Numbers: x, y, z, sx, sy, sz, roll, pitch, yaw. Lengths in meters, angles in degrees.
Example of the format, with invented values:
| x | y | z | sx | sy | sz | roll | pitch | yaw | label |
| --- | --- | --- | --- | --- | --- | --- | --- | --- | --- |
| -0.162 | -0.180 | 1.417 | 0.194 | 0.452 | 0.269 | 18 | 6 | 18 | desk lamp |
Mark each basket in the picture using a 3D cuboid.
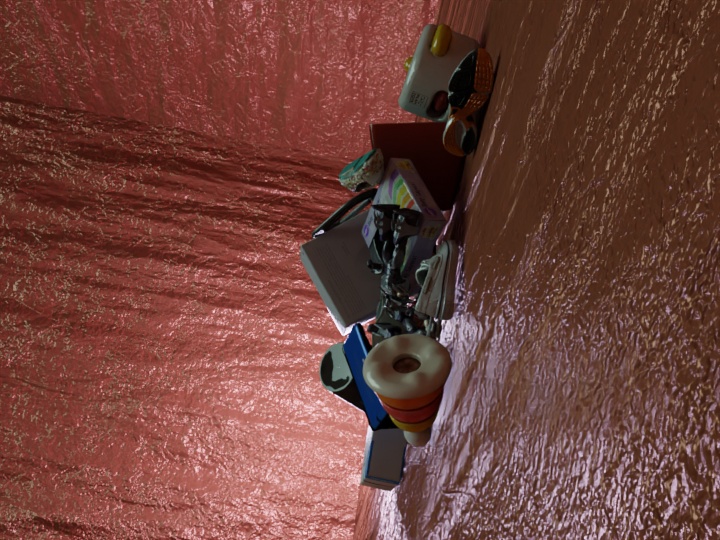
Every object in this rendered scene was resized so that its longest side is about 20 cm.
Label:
| x | y | z | sx | sy | sz | roll | pitch | yaw | label |
| --- | --- | --- | --- | --- | --- | --- | --- | --- | --- |
| 0.009 | 0.243 | 1.768 | 0.199 | 0.135 | 0.182 | 28 | -105 | -47 | basket |

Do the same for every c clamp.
| x | y | z | sx | sy | sz | roll | pitch | yaw | label |
| --- | --- | --- | --- | --- | --- | --- | --- | --- | --- |
| -0.025 | -0.123 | 1.630 | 0.170 | 0.027 | 0.200 | -23 | -11 | -45 | c clamp |

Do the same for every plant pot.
| x | y | z | sx | sy | sz | roll | pitch | yaw | label |
| --- | --- | --- | --- | --- | --- | --- | --- | --- | --- |
| 0.118 | -0.215 | 1.601 | 0.200 | 0.197 | 0.179 | -84 | -7 | -82 | plant pot |

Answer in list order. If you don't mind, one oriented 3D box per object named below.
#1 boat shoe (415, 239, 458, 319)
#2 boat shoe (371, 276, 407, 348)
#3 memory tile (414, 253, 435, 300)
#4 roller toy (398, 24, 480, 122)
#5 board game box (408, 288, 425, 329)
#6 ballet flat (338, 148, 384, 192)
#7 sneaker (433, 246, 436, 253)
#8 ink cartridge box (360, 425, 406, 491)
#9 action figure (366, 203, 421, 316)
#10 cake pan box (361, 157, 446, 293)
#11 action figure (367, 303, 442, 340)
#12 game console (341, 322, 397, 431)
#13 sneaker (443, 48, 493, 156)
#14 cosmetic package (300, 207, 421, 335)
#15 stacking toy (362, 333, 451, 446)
| x | y | z | sx | sy | sz | roll | pitch | yaw | label |
| --- | --- | --- | --- | --- | --- | --- | --- | --- | --- |
| 0.128 | 0.005 | 1.303 | 0.201 | 0.066 | 0.074 | -78 | -2 | -59 | boat shoe |
| 0.066 | 0.090 | 1.547 | 0.063 | 0.072 | 0.203 | 20 | -104 | -82 | boat shoe |
| 0.110 | -0.019 | 1.722 | 0.200 | 0.017 | 0.155 | 49 | 142 | 40 | memory tile |
| 0.157 | -0.410 | 1.594 | 0.200 | 0.138 | 0.184 | -81 | 10 | -78 | roller toy |
| 0.095 | 0.109 | 1.593 | 0.201 | 0.039 | 0.158 | -59 | 15 | 19 | board game box |
| 0.014 | -0.194 | 1.504 | 0.076 | 0.064 | 0.200 | -50 | 11 | -11 | ballet flat |
| 0.124 | -0.005 | 1.783 | 0.201 | 0.086 | 0.076 | 100 | 180 | -59 | sneaker |
| 0.054 | 0.419 | 1.760 | 0.200 | 0.083 | 0.148 | 103 | 177 | -67 | ink cartridge box |
| 0.056 | -0.015 | 1.372 | 0.130 | 0.069 | 0.203 | 24 | 115 | 56 | action figure |
| 0.076 | -0.081 | 1.457 | 0.185 | 0.052 | 0.201 | -112 | 33 | -40 | cake pan box |
| 0.090 | 0.121 | 1.408 | 0.131 | 0.069 | 0.200 | -67 | 27 | 4 | action figure |
| 0.049 | 0.222 | 1.608 | 0.171 | 0.117 | 0.202 | 117 | 137 | -55 | game console |
| 0.189 | -0.310 | 1.357 | 0.093 | 0.075 | 0.201 | -74 | -3 | -47 | sneaker |
| 0.000 | 0.000 | 1.651 | 0.201 | 0.199 | 0.123 | 60 | 167 | 9 | cosmetic package |
| 0.085 | 0.222 | 1.274 | 0.147 | 0.144 | 0.202 | -81 | -15 | -56 | stacking toy |
